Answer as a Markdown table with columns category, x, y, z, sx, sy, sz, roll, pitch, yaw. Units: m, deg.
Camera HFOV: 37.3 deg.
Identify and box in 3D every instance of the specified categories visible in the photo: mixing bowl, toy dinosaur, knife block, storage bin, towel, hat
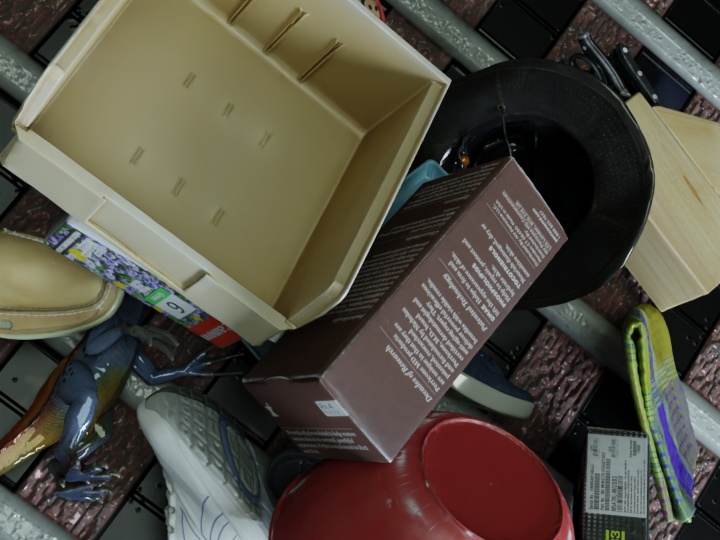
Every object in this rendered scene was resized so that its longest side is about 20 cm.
| category | x | y | z | sx | sy | sz | roll | pitch | yaw |
| --- | --- | --- | --- | --- | --- | --- | --- | --- | --- |
| mixing bowl | 0.054 | 0.160 | 0.650 | 0.200 | 0.109 | 0.200 | 20 | 35 | -15 |
| toy dinosaur | -0.179 | 0.055 | 0.721 | 0.199 | 0.105 | 0.182 | 0 | 63 | -5 |
| knife block | 0.194 | -0.082 | 0.844 | 0.175 | 0.064 | 0.201 | 10 | 72 | -15 |
| storage bin | -0.077 | -0.093 | 0.643 | 0.200 | 0.094 | 0.199 | 38 | 55 | -17 |
| towel | 0.222 | 0.096 | 0.782 | 0.023 | 0.200 | 0.144 | -14 | 86 | 18 |
| hat | 0.127 | -0.065 | 0.805 | 0.081 | 0.200 | 0.201 | -20 | 86 | -60 |

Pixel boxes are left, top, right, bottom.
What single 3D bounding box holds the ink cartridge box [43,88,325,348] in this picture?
| category | x | y | z | sx | sy | sz | roll | pitch | yaw |
| --- | --- | --- | --- | --- | --- | --- | --- | --- | --- |
| ink cartridge box | -0.090 | -0.015 | 0.697 | 0.200 | 0.050 | 0.109 | 34 | 58 | -21 |

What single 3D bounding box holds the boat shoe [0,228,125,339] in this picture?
| category | x | y | z | sx | sy | sz | roll | pitch | yaw |
| --- | --- | --- | --- | --- | --- | --- | --- | --- | --- |
| boat shoe | -0.254 | 0.000 | 0.681 | 0.199 | 0.076 | 0.072 | 3 | 71 | 3 |

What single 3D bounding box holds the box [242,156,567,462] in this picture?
| category | x | y | z | sx | sy | sz | roll | pitch | yaw |
| --- | --- | --- | --- | --- | --- | --- | --- | --- | --- |
| box | 0.031 | 0.023 | 0.664 | 0.200 | 0.100 | 0.075 | -46 | 108 | -28 |

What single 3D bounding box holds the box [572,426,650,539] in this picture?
| category | x | y | z | sx | sy | sz | roll | pitch | yaw |
| --- | --- | --- | --- | --- | --- | --- | --- | --- | --- |
| box | 0.162 | 0.226 | 0.714 | 0.047 | 0.193 | 0.201 | 4 | 68 | 8 |

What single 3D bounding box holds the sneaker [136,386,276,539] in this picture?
| category | x | y | z | sx | sy | sz | roll | pitch | yaw |
| --- | --- | --- | --- | --- | --- | --- | --- | --- | --- |
| sneaker | -0.097 | 0.162 | 0.696 | 0.087 | 0.075 | 0.200 | -23 | 117 | 7 |

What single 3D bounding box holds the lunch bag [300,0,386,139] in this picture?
| category | x | y | z | sx | sy | sz | roll | pitch | yaw |
| --- | --- | --- | --- | --- | --- | --- | --- | --- | --- |
| lunch bag | -0.077 | -0.120 | 0.779 | 0.199 | 0.082 | 0.177 | -3 | 86 | -14 |

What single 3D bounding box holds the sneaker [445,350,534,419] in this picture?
| category | x | y | z | sx | sy | sz | roll | pitch | yaw |
| --- | --- | --- | --- | --- | --- | --- | --- | --- | --- |
| sneaker | 0.054 | 0.036 | 0.790 | 0.200 | 0.075 | 0.085 | 31 | 79 | -9 |

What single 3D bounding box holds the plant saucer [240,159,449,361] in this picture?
| category | x | y | z | sx | sy | sz | roll | pitch | yaw |
| --- | --- | --- | --- | --- | --- | --- | --- | --- | --- |
| plant saucer | 0.000 | 0.000 | 0.748 | 0.200 | 0.019 | 0.070 | -37 | 74 | -20 |

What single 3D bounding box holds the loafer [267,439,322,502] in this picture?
| category | x | y | z | sx | sy | sz | roll | pitch | yaw |
| --- | --- | --- | --- | --- | --- | --- | --- | --- | --- |
| loafer | 0.024 | 0.176 | 0.776 | 0.200 | 0.063 | 0.072 | 31 | 117 | -7 |
